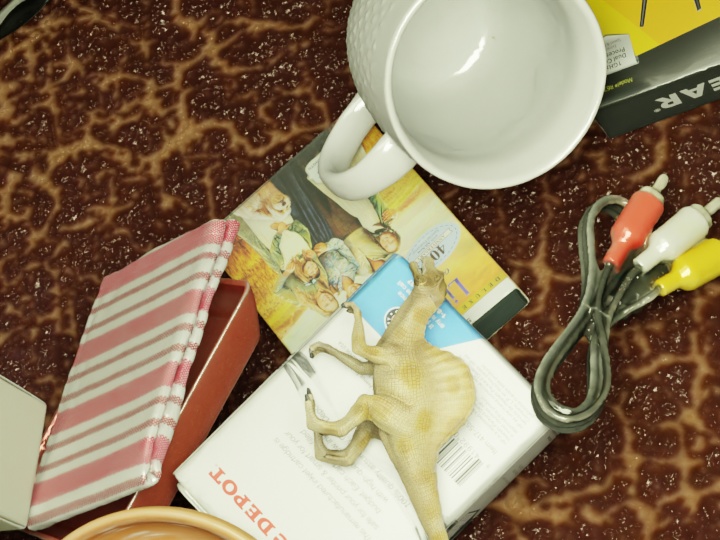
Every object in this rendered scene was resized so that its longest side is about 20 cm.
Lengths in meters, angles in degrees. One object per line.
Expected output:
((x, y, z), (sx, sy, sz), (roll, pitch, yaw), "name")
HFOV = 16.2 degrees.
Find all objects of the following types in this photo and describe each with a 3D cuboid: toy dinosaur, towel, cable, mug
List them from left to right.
((-0.145, 0.068, 1.633), (0.146, 0.030, 0.200), (-25, 42, 50), "towel")
((0.020, 0.088, 1.516), (0.101, 0.058, 0.200), (-4, 80, 5), "toy dinosaur")
((0.046, -0.127, 1.659), (0.200, 0.148, 0.175), (-48, 22, 3), "mug")
((0.155, 0.012, 1.568), (0.097, 0.050, 0.200), (37, 52, 12), "cable")

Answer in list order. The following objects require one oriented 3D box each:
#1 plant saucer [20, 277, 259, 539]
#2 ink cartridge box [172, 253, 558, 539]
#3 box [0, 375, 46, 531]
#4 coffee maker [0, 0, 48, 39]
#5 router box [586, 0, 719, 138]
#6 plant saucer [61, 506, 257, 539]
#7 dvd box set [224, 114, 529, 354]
((-0.147, 0.097, 1.673), (0.200, 0.037, 0.200), (-61, 24, -12), "plant saucer")
((0.007, 0.113, 1.586), (0.200, 0.086, 0.146), (-45, 78, 1), "ink cartridge box")
((-0.312, 0.124, 1.663), (0.200, 0.078, 0.095), (-7, 63, 32), "box")
((-0.266, -0.286, 1.903), (0.200, 0.135, 0.192), (-21, 59, 14), "coffee maker")
((0.232, -0.190, 1.669), (0.200, 0.051, 0.149), (-20, 62, 16), "router box")
((-0.114, 0.238, 1.542), (0.200, 0.037, 0.200), (2, 99, 12), "plant saucer")
((0.000, 0.000, 1.701), (0.146, 0.029, 0.200), (-41, 56, 2), "dvd box set")
